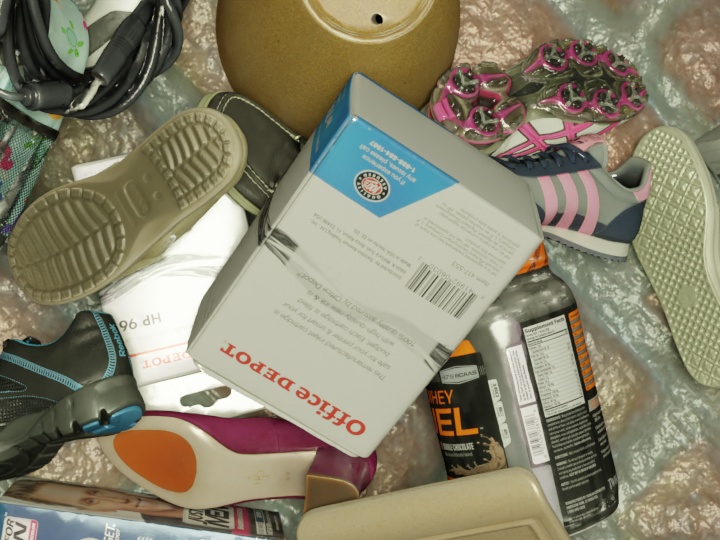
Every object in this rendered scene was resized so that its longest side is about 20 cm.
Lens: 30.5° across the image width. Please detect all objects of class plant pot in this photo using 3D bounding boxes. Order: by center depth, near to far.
[{"bbox_3d":[-0.007,-0.182,0.903,0.183,0.200,0.190,0,91,-6],"label":"plant pot"}]

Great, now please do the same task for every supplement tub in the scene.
[{"bbox_3d":[0.109,0.086,0.953,0.121,0.122,0.203,-14,91,-7],"label":"supplement tub"}]

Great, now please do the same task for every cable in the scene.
[{"bbox_3d":[-0.162,-0.194,0.835,0.050,0.162,0.203,19,99,35],"label":"cable"}]

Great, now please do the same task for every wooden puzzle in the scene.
[{"bbox_3d":[0.076,0.221,0.923,0.183,0.037,0.201,-16,122,25],"label":"wooden puzzle"}]

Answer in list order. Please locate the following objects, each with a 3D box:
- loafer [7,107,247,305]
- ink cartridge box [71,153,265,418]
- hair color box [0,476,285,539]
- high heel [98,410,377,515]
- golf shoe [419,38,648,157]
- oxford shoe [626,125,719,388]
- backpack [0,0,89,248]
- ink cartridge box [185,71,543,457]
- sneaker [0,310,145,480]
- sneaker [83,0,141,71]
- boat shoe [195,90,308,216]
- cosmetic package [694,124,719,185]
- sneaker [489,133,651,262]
[{"bbox_3d":[-0.148,-0.038,0.878,0.198,0.068,0.077,-28,83,22],"label":"loafer"},{"bbox_3d":[-0.129,0.014,0.953,0.114,0.068,0.203,-13,92,-6],"label":"ink cartridge box"},{"bbox_3d":[-0.155,0.195,0.932,0.197,0.100,0.062,9,90,-7],"label":"hair color box"},{"bbox_3d":[-0.087,0.131,0.964,0.197,0.096,0.068,16,108,3],"label":"high heel"},{"bbox_3d":[0.123,-0.118,0.986,0.197,0.092,0.073,-12,69,-26],"label":"golf shoe"},{"bbox_3d":[0.255,-0.011,1.008,0.057,0.075,0.203,-9,81,-48],"label":"oxford shoe"},{"bbox_3d":[-0.286,-0.129,0.887,0.176,0.151,0.202,22,78,28],"label":"backpack"},{"bbox_3d":[0.000,0.000,0.857,0.145,0.086,0.201,31,116,-15],"label":"ink cartridge box"},{"bbox_3d":[-0.238,0.094,0.924,0.198,0.073,0.083,-22,73,19],"label":"sneaker"},{"bbox_3d":[-0.147,-0.225,0.936,0.200,0.074,0.080,-44,107,4],"label":"sneaker"},{"bbox_3d":[-0.033,-0.056,0.932,0.201,0.065,0.072,47,51,-28],"label":"boat shoe"},{"bbox_3d":[0.398,-0.069,0.990,0.198,0.123,0.201,-34,95,-6],"label":"cosmetic package"},{"bbox_3d":[0.134,-0.067,0.948,0.198,0.070,0.083,14,103,-42],"label":"sneaker"}]
